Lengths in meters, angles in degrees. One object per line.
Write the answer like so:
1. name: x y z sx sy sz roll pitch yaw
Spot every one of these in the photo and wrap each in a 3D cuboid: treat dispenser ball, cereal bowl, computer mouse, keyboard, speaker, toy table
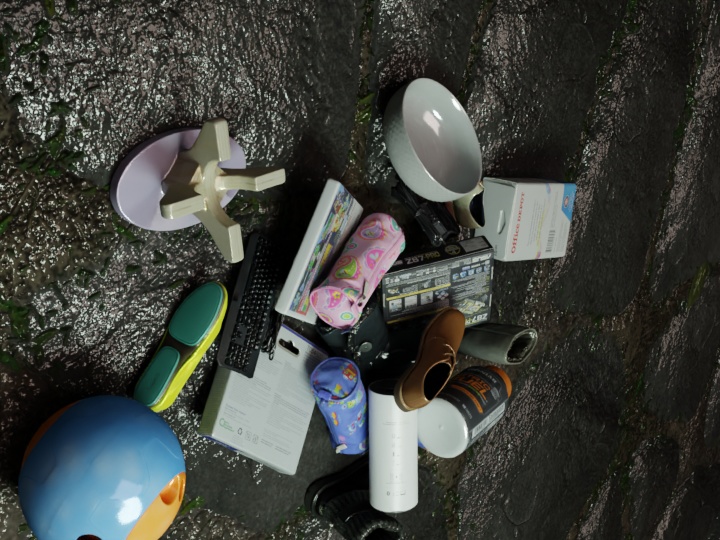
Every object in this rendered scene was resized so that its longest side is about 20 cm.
1. treat dispenser ball: -0.316 0.256 1.113 0.200 0.200 0.203 -17 116 -40
2. cereal bowl: 0.103 -0.198 1.434 0.199 0.083 0.202 25 54 -40
3. computer mouse: 0.100 -0.099 1.502 0.046 0.141 0.200 -37 177 17
4. keyboard: -0.140 0.053 1.303 0.104 0.039 0.202 31 68 -47
5. speaker: 0.053 0.279 1.450 0.081 0.081 0.202 -13 107 -42
6. toy table: -0.204 -0.108 1.161 0.199 0.117 0.185 -36 127 -32

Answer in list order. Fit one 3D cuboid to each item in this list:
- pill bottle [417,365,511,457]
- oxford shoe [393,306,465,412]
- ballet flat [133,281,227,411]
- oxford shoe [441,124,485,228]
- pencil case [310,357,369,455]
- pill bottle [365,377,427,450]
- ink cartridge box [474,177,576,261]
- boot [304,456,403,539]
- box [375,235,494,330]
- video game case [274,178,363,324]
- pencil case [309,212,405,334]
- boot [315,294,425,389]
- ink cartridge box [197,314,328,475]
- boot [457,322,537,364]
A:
1. pill bottle: 0.181 0.227 1.522 0.199 0.105 0.107 -25 122 -51
2. oxford shoe: 0.127 0.136 1.411 0.071 0.071 0.201 45 54 -21
3. ballet flat: -0.242 0.108 1.246 0.201 0.066 0.067 -59 156 -9
4. oxford shoe: 0.183 -0.165 1.558 0.071 0.073 0.202 -36 127 -31
5. pencil case: -0.028 0.222 1.444 0.087 0.077 0.201 -59 154 -30
6. pill bottle: 0.088 0.235 1.576 0.200 0.112 0.113 37 77 -44
7. ink cartridge box: 0.309 -0.099 1.700 0.199 0.084 0.146 -5 107 -45
8. boot: 0.026 0.400 1.537 0.210 0.157 0.080 -17 117 -40
9. box: 0.124 0.037 1.511 0.198 0.049 0.162 -14 127 -13
10. video game case: -0.058 -0.023 1.344 0.182 0.023 0.202 36 76 -76
11. pencil case: 0.000 0.000 1.374 0.200 0.087 0.088 -57 139 -43
12. boot: 0.042 0.102 1.445 0.198 0.077 0.169 -20 135 2
13. ink cartridge box: -0.142 0.183 1.367 0.199 0.040 0.202 39 60 -45
14. boot: 0.179 0.134 1.567 0.181 0.199 0.073 -36 128 -31
